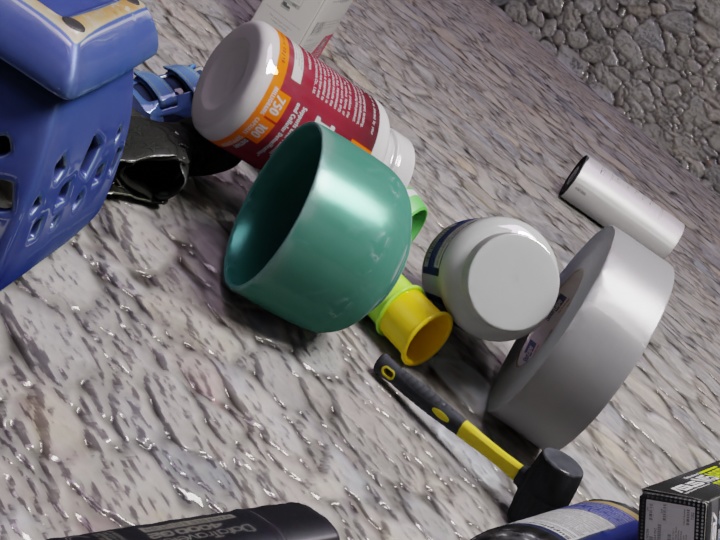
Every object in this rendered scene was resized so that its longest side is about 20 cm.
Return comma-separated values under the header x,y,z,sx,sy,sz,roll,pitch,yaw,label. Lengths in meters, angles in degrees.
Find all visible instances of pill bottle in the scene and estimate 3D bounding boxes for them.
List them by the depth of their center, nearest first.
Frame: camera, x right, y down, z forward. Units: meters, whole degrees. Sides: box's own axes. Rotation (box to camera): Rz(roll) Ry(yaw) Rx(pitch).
x,y,z,sx,sy,sz,roll,pitch,yaw,label
0.118,0.212,0.714,0.112,0.113,0.198,47,24,28,pill bottle
-0.046,-0.129,1.035,0.198,0.113,0.114,28,21,-35,pill bottle
0.122,0.007,1.056,0.110,0.112,0.200,33,-1,-5,pill bottle

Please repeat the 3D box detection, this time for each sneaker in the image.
x,y,z,sx,sy,sz,roll,pitch,yaw,label
-0.171,-0.094,0.993,0.197,0.061,0.105,8,34,-41,sneaker
-0.180,-0.162,1.084,0.074,0.083,0.199,47,26,25,sneaker

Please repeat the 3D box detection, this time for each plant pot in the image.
x,y,z,sx,sy,sz,roll,pitch,yaw,label
-0.259,-0.133,0.775,0.198,0.181,0.200,32,22,-3,plant pot

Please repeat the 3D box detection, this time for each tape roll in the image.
x,y,z,sx,sy,sz,roll,pitch,yaw,label
0.194,0.060,1.017,0.066,0.202,0.200,33,22,0,tape roll

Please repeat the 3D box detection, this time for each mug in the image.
x,y,z,sx,sy,sz,roll,pitch,yaw,label
-0.030,-0.035,0.949,0.113,0.153,0.186,28,22,-22,mug

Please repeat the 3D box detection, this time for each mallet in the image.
x,y,z,sx,sy,sz,roll,pitch,yaw,label
0.093,0.124,0.920,0.200,0.066,0.041,44,22,21,mallet

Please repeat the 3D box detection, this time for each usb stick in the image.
x,y,z,sx,sy,sz,roll,pitch,yaw,label
-0.087,0.156,0.625,0.055,0.033,0.198,22,10,37,usb stick

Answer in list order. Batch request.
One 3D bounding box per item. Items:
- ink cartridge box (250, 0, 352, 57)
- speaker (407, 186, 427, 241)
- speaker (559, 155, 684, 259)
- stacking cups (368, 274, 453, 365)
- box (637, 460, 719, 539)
x,y,z,sx,sy,sz,roll,pitch,yaw,label
-0.059,-0.393,1.570,0.082,0.201,0.146,36,21,5,ink cartridge box
-0.025,-0.099,1.176,0.200,0.089,0.088,42,23,16,speaker
0.424,-0.098,1.841,0.198,0.082,0.081,34,21,-2,speaker
0.000,0.000,1.052,0.200,0.061,0.060,46,24,29,stacking cups
0.224,0.233,0.731,0.044,0.204,0.159,3,2,35,box
